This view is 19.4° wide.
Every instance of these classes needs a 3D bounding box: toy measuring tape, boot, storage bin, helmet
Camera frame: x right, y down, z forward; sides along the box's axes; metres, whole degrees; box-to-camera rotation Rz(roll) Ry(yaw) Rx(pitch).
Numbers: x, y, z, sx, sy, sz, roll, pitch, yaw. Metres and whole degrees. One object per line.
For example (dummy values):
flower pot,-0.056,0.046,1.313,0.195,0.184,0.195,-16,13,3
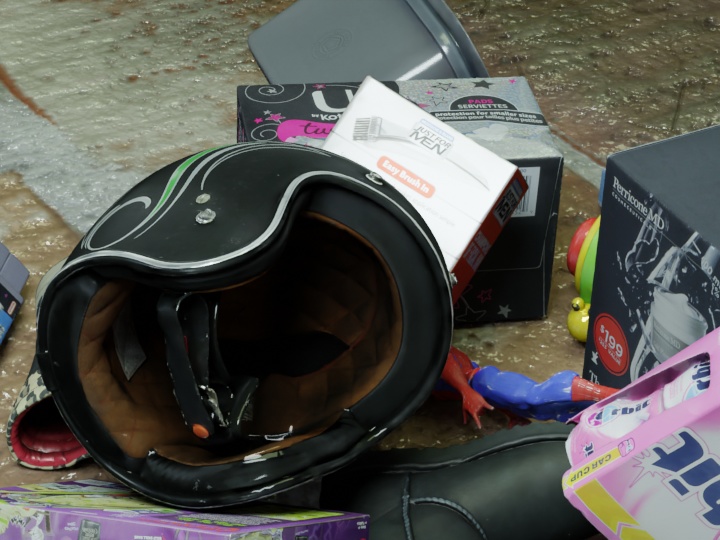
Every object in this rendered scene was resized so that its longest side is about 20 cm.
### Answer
toy measuring tape,0.192,-0.034,1.390,0.073,0.074,0.200,23,60,27
boot,0.064,0.161,1.138,0.198,0.074,0.163,-5,32,1
storage bin,0.012,-0.133,1.527,0.134,0.146,0.200,-30,39,1
boot,-0.126,0.026,1.258,0.203,0.073,0.154,-31,29,25
helmet,-0.055,0.022,1.132,0.200,0.201,0.191,25,37,29

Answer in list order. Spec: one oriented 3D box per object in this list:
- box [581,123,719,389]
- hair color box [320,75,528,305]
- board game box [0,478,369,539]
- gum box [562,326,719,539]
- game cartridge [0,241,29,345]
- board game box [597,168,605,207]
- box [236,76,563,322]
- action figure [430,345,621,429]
box,0.229,0.043,1.226,0.104,0.183,0.200,-15,38,-24
hair color box,0.000,0.000,1.255,0.111,0.200,0.064,33,-2,15
board game box,-0.109,0.134,1.104,0.200,0.032,0.120,3,-3,36
gum box,0.205,0.123,1.071,0.200,0.113,0.066,43,31,-20
game cartridge,-0.276,0.019,1.284,0.130,0.038,0.200,44,31,-18
board game box,0.293,-0.044,1.488,0.200,0.037,0.151,-16,39,-24
box,0.020,-0.047,1.384,0.199,0.132,0.115,-3,34,-10
action figure,0.086,0.075,1.271,0.200,0.052,0.065,17,-6,40
